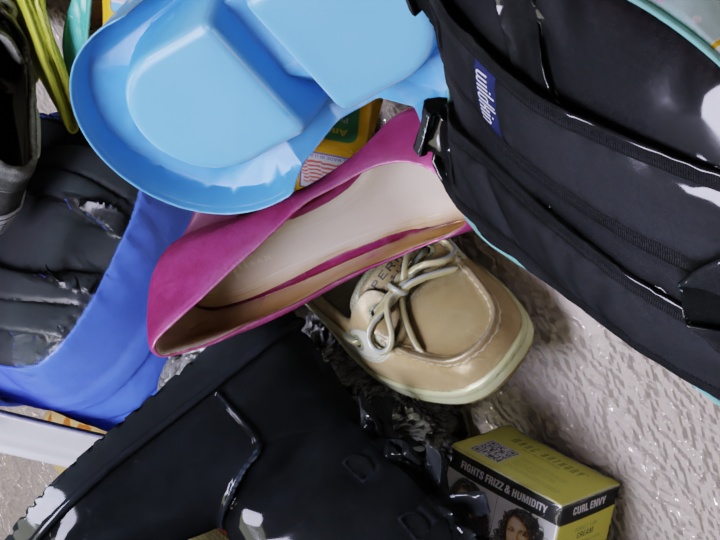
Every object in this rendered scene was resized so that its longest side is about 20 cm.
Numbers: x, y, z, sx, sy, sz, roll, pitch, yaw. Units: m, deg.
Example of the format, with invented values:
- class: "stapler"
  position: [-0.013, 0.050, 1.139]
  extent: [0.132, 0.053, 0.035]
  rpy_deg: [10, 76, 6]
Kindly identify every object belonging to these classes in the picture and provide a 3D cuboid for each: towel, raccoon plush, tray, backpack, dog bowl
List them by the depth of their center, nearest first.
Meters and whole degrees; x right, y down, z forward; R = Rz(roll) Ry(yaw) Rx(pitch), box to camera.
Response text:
- class: "backpack"
  position: [0.124, -0.054, 0.790]
  extent: [0.200, 0.153, 0.176]
  rpy_deg: [48, 154, 41]
- class: "dog bowl"
  position: [-0.031, -0.098, 0.992]
  extent: [0.200, 0.050, 0.111]
  rpy_deg: [-25, 121, 34]
- class: "raccoon plush"
  position: [-0.013, 0.089, 1.177]
  extent: [0.200, 0.134, 0.097]
  rpy_deg: [48, 151, 21]
- class: "tray"
  position: [-0.158, 0.093, 1.257]
  extent: [0.107, 0.200, 0.022]
  rpy_deg: [101, -178, -86]
- class: "backpack"
  position: [-0.141, 0.005, 1.284]
  extent: [0.168, 0.163, 0.200]
  rpy_deg: [28, 166, -34]
- class: "towel"
  position: [-0.185, -0.148, 1.292]
  extent: [0.200, 0.018, 0.086]
  rpy_deg: [-126, 17, -59]

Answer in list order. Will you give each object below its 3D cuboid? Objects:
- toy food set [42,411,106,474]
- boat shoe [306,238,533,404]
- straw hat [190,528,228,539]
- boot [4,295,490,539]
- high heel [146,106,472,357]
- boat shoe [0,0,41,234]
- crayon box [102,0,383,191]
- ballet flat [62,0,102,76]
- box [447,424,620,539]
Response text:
- class: "toy food set"
  position: [-0.131, 0.179, 1.557]
  extent: [0.198, 0.049, 0.200]
  rpy_deg: [23, 135, 49]
- class: "boat shoe"
  position: [0.001, -0.002, 1.121]
  extent: [0.201, 0.073, 0.063]
  rpy_deg: [40, 177, 45]
- class: "straw hat"
  position: [-0.072, 0.139, 1.373]
  extent: [0.201, 0.085, 0.201]
  rpy_deg: [40, 168, 10]
- class: "boot"
  position: [-0.050, 0.126, 1.097]
  extent: [0.163, 0.198, 0.073]
  rpy_deg: [49, -175, 7]
- class: "high heel"
  position: [-0.004, -0.014, 1.029]
  extent: [0.200, 0.096, 0.067]
  rpy_deg: [-8, 131, 25]
- class: "boat shoe"
  position: [-0.200, -0.114, 1.228]
  extent: [0.064, 0.071, 0.200]
  rpy_deg: [-50, 46, 42]
- class: "crayon box"
  position: [-0.049, -0.127, 1.040]
  extent: [0.125, 0.052, 0.200]
  rpy_deg: [11, 134, 5]
- class: "ballet flat"
  position: [-0.115, -0.126, 1.201]
  extent: [0.200, 0.067, 0.070]
  rpy_deg: [99, 160, -49]
- class: "box"
  position: [0.066, 0.182, 1.148]
  extent: [0.075, 0.050, 0.200]
  rpy_deg: [27, 118, 36]
